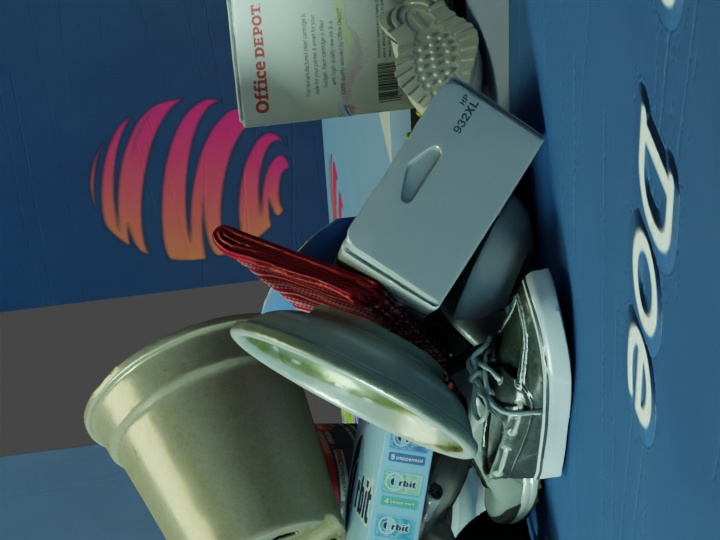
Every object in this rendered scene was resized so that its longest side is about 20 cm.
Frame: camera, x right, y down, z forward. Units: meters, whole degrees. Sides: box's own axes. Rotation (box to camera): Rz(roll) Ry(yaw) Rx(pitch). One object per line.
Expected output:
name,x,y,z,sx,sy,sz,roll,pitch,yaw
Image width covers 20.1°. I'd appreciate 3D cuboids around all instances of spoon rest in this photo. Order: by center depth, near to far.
spoon rest,0.091,0.009,1.530,0.200,0.060,0.100,88,-153,-67

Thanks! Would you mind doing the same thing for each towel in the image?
towel,-0.017,0.028,1.518,0.023,0.144,0.200,-63,-29,-10

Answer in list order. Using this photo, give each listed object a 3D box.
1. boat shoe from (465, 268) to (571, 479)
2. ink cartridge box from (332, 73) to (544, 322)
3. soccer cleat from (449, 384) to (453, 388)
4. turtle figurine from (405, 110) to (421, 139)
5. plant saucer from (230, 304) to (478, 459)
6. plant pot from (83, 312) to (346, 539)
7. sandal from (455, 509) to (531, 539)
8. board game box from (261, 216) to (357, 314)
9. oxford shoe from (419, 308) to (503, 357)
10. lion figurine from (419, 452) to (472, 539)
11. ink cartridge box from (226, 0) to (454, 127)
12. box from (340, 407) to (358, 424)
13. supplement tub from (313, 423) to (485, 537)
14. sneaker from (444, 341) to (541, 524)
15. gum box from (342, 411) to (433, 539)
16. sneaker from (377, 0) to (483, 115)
boat shoe,0.109,0.078,1.438,0.200,0.068,0.074,88,174,-52
ink cartridge box,0.051,-0.046,1.480,0.145,0.084,0.200,-57,0,-6
soccer cleat,0.069,0.091,1.878,0.200,0.069,0.078,65,-170,-56
turtle figurine,0.061,-0.060,1.823,0.200,0.064,0.162,-53,-25,-45
plant saucer,0.003,0.071,1.472,0.050,0.200,0.200,-62,-3,-11
plant pot,-0.107,0.168,1.693,0.201,0.200,0.184,90,157,-61
sandal,0.118,0.242,1.642,0.048,0.075,0.200,57,-179,-13
board game box,0.000,0.000,1.660,0.039,0.199,0.158,54,139,36
oxford shoe,0.096,0.054,1.704,0.085,0.072,0.200,-60,-17,-10
lion figurine,0.069,0.181,1.712,0.200,0.072,0.122,-56,8,-29
ink cartridge box,-0.018,-0.218,1.815,0.084,0.199,0.145,-103,7,-52
box,0.042,0.121,2.107,0.193,0.121,0.201,109,154,-81
supplement tub,0.017,0.208,1.841,0.140,0.199,0.141,-179,90,-68
sneaker,0.101,0.124,1.582,0.074,0.079,0.201,-104,6,-45
gum box,0.020,0.181,1.649,0.170,0.044,0.201,-158,76,-83
sneaker,0.070,-0.163,1.689,0.200,0.076,0.081,-102,-11,-60
